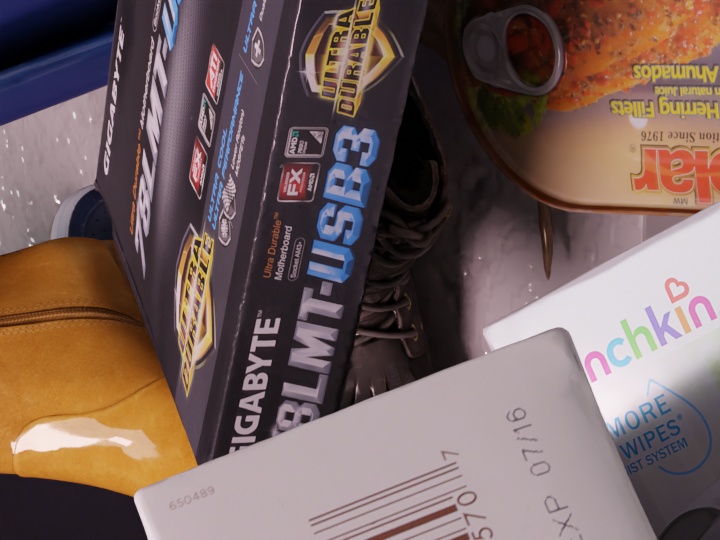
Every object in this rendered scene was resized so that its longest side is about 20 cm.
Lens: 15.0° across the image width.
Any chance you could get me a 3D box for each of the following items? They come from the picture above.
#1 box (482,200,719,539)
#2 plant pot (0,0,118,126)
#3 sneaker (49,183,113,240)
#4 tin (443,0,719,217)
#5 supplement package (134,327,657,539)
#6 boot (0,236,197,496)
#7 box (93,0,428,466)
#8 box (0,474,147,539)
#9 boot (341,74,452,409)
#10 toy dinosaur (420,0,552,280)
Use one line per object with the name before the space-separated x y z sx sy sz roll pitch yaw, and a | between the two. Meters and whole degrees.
box | 0.167 0.047 0.772 0.200 0.097 0.177 -29 80 30
plant pot | -0.191 -0.163 1.139 0.200 0.200 0.180 30 134 43
sneaker | -0.055 0.045 1.141 0.108 0.070 0.200 -25 91 59
tin | 0.107 -0.074 0.898 0.200 0.042 0.112 6 105 49
supplement package | 0.021 0.116 0.731 0.200 0.117 0.117 88 159 -69
boot | -0.108 0.067 1.053 0.071 0.144 0.201 86 171 -46
box | -0.042 -0.062 0.943 0.199 0.050 0.200 -118 33 -51
box | -0.165 0.106 1.205 0.182 0.200 0.104 61 142 17
boot | 0.000 0.000 1.007 0.174 0.069 0.200 132 118 -72
toy dinosaur | 0.020 -0.102 1.009 0.200 0.060 0.106 44 160 28
